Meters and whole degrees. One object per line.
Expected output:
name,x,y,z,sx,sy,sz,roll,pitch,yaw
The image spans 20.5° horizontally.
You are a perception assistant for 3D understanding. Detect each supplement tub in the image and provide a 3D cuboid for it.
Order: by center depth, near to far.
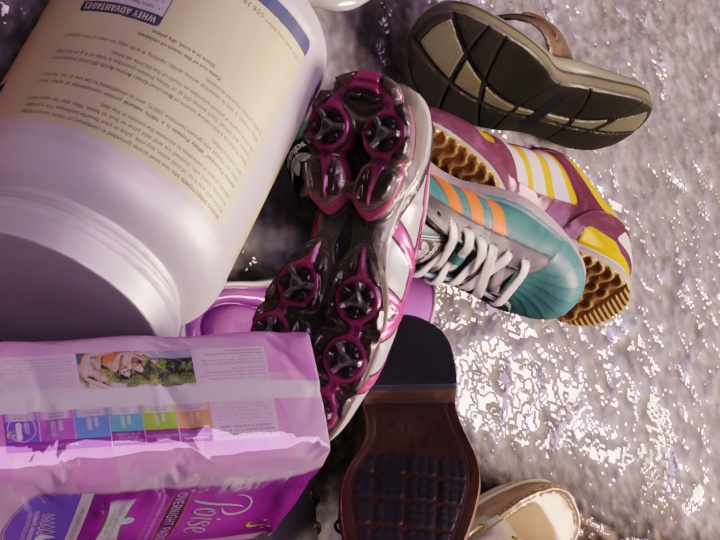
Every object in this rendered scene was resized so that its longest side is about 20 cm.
supplement tub,-0.115,-0.061,0.999,0.145,0.145,0.200,41,57,-26

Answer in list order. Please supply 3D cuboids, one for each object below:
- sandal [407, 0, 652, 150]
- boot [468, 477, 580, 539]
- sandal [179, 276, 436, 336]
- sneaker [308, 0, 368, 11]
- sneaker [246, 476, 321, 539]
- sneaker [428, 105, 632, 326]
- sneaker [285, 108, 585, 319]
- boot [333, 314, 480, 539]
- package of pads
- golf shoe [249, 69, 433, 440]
sandal,0.102,-0.127,1.256,0.201,0.080,0.057,17,52,-43
boot,0.094,0.177,1.110,0.200,0.154,0.072,-33,101,-38
sandal,-0.019,0.031,1.120,0.202,0.050,0.083,-15,92,-43
sneaker,-0.032,-0.194,1.123,0.075,0.100,0.200,43,41,17
sneaker,-0.035,0.162,1.058,0.200,0.075,0.106,52,55,-17
sneaker,0.085,-0.048,1.225,0.200,0.075,0.090,38,35,-22
sneaker,0.041,-0.019,1.140,0.200,0.071,0.080,30,31,-12
boot,0.023,0.127,1.067,0.074,0.097,0.200,5,44,0
package of pads,-0.124,0.085,0.935,0.199,0.121,0.076,-2,63,-21
golf shoe,0.000,0.000,1.044,0.092,0.072,0.201,15,91,-67
